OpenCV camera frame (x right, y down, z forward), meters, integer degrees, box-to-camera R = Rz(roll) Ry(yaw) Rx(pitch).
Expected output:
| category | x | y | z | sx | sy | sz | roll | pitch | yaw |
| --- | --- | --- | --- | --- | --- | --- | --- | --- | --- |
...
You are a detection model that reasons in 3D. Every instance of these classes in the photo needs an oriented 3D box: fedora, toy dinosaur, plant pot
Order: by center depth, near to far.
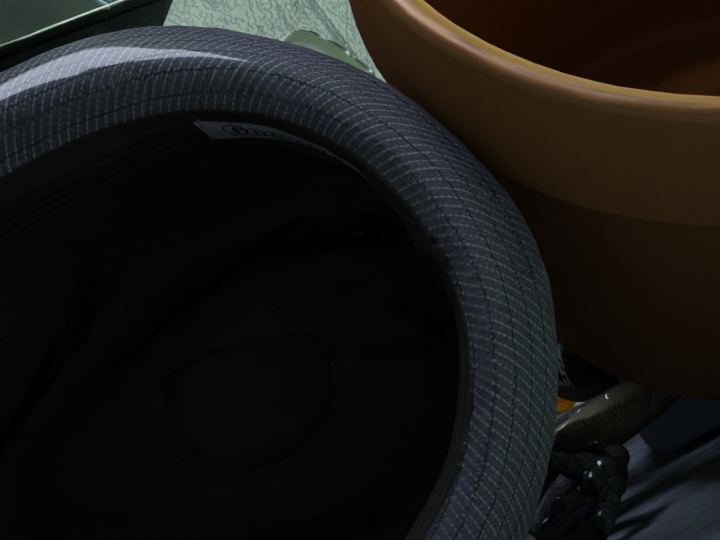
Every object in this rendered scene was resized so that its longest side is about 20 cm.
| category | x | y | z | sx | sy | sz | roll | pitch | yaw |
| --- | --- | --- | --- | --- | --- | --- | --- | --- | --- |
| fedora | -0.044 | 0.037 | 0.694 | 0.200 | 0.177 | 0.090 | -35 | -12 | 9 |
| plant pot | 0.097 | -0.062 | 0.726 | 0.200 | 0.200 | 0.140 | -31 | -39 | -18 |
| toy dinosaur | 0.043 | 0.056 | 0.768 | 0.200 | 0.048 | 0.088 | -27 | -5 | 21 |

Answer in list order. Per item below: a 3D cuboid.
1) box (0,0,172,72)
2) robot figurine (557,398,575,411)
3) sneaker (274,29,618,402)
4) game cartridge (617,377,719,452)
| category | x | y | z | sx | sy | sz | roll | pitch | yaw |
| --- | --- | --- | --- | --- | --- | --- | --- | --- | --- |
| box | -0.142 | 0.009 | 0.761 | 0.160 | 0.044 | 0.200 | -28 | -30 | -50 |
| robot figurine | 0.071 | 0.004 | 0.991 | 0.200 | 0.058 | 0.145 | -35 | -38 | -39 |
| sneaker | 0.000 | 0.000 | 0.854 | 0.089 | 0.077 | 0.200 | -33 | 36 | -19 |
| game cartridge | 0.141 | 0.002 | 0.899 | 0.133 | 0.041 | 0.200 | -35 | -1 | 16 |
